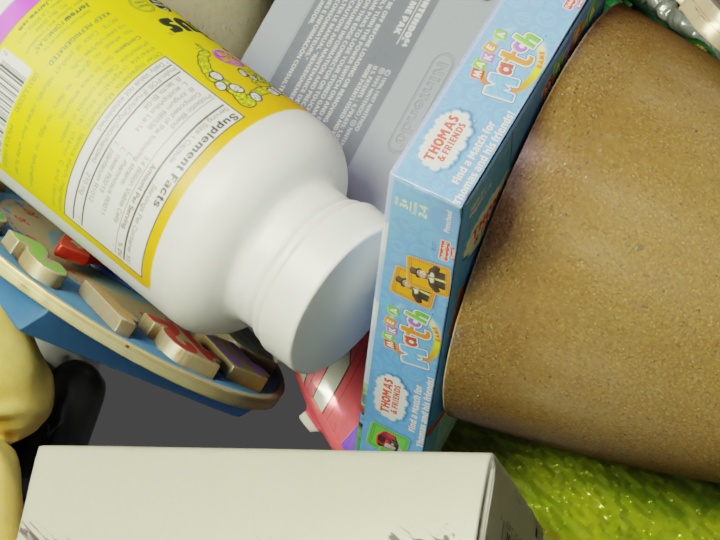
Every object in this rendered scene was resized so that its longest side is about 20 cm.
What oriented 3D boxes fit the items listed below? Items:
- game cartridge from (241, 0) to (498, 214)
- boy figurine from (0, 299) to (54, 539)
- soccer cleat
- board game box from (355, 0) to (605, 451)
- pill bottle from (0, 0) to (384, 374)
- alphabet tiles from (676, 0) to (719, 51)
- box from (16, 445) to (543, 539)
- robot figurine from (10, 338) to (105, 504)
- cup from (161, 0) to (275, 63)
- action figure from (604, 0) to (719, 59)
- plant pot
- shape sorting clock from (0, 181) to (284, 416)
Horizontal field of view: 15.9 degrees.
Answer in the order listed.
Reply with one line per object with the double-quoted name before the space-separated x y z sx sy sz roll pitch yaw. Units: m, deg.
"game cartridge" 0.002 -0.078 1.157 0.133 0.040 0.201 20 76 42
"boy figurine" -0.187 0.106 1.069 0.124 0.064 0.201 0 59 32
"soccer cleat" 0.000 0.000 1.179 0.076 0.067 0.201 -26 52 20
"board game box" 0.050 -0.023 1.072 0.036 0.201 0.152 24 55 12
"pill bottle" -0.076 -0.043 1.084 0.200 0.104 0.104 38 81 23
"alphabet tiles" 0.155 -0.115 1.098 0.015 0.195 0.200 -50 25 15
"box" -0.033 0.116 1.024 0.198 0.082 0.069 -2 60 22
"robot figurine" -0.195 0.079 1.183 0.149 0.125 0.201 20 70 4
"cup" -0.115 -0.126 1.237 0.199 0.200 0.144 -24 81 8
"action figure" 0.105 -0.117 1.211 0.199 0.055 0.118 35 71 27
"plant pot" 0.162 0.012 1.058 0.199 0.187 0.187 23 72 13
"shape sorting clock" -0.116 -0.002 1.150 0.039 0.200 0.200 -52 56 12
